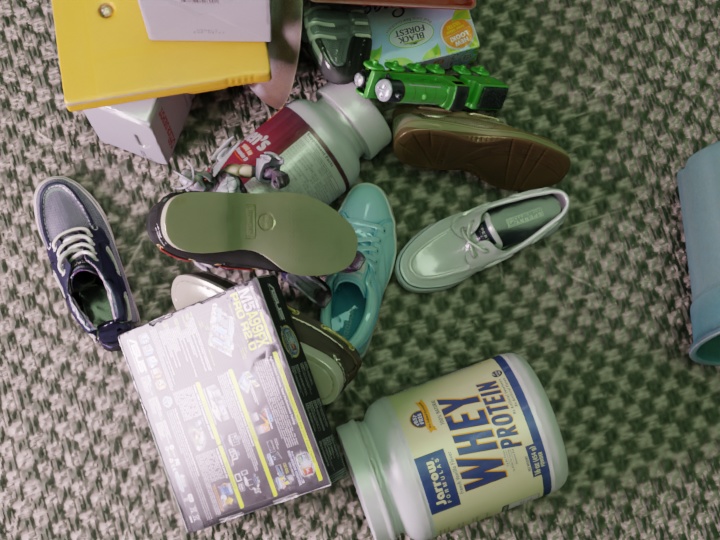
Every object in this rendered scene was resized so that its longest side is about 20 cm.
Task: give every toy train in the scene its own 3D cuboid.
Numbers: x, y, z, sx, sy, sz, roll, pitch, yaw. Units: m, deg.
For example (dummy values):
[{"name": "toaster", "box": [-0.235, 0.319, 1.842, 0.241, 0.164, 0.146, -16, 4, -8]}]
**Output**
[{"name": "toy train", "box": [0.077, -0.190, 1.264, 0.056, 0.199, 0.042, 40, 122, 37]}]

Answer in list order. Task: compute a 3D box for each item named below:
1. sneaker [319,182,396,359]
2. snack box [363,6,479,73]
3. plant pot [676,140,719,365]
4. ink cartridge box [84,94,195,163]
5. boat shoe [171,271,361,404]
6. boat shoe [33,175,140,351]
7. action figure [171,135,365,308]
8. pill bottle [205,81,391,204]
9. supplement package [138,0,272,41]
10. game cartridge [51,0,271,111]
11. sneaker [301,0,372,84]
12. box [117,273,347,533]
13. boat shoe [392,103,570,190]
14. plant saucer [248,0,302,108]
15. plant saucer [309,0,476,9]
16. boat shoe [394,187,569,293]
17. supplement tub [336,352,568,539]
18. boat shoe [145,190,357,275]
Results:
[{"name": "sneaker", "box": [0.000, 0.000, 1.261, 0.073, 0.082, 0.202, 6, 79, -1]}, {"name": "snack box", "box": [0.036, -0.313, 1.338, 0.141, 0.053, 0.201, -15, 78, -3]}, {"name": "plant pot", "box": [0.413, -0.026, 1.228, 0.199, 0.200, 0.198, -7, 72, -2]}, {"name": "ink cartridge box", "box": [-0.211, -0.232, 1.263, 0.083, 0.145, 0.201, 19, 79, 2]}, {"name": "boat shoe", "box": [-0.092, 0.056, 1.175, 0.199, 0.072, 0.059, 29, 36, 16]}, {"name": "boat shoe", "box": [-0.287, -0.017, 1.253, 0.074, 0.093, 0.201, -28, 81, -6]}, {"name": "action figure", "box": [-0.097, -0.045, 1.176, 0.199, 0.069, 0.130, 33, 97, -21]}, {"name": "pill bottle", "box": [-0.071, -0.108, 1.267, 0.200, 0.110, 0.110, -41, 82, -8]}, {"name": "supplement package", "box": [-0.140, -0.327, 1.113, 0.120, 0.120, 0.202, 0, 78, -3]}, {"name": "game cartridge", "box": [-0.196, -0.253, 1.172, 0.198, 0.032, 0.178, -9, 79, -6]}, {"name": "sneaker", "box": [-0.052, -0.259, 1.296, 0.075, 0.116, 0.201, 2, 60, -30]}, {"name": "box", "box": [-0.120, 0.125, 1.128, 0.159, 0.044, 0.201, -22, 86, 19]}, {"name": "boat shoe", "box": [0.130, -0.139, 1.295, 0.199, 0.071, 0.065, 11, 43, -16]}, {"name": "plant saucer", "box": [-0.098, -0.268, 1.252, 0.032, 0.200, 0.202, -2, 78, -18]}, {"name": "plant saucer", "box": [0.010, -0.358, 1.271, 0.199, 0.037, 0.201, -4, 73, -26]}, {"name": "boat shoe", "box": [0.128, -0.039, 1.278, 0.199, 0.065, 0.074, -29, 85, -7]}, {"name": "supplement tub", "box": [0.089, 0.178, 1.196, 0.199, 0.145, 0.146, -20, 80, -5]}, {"name": "boat shoe", "box": [-0.097, -0.037, 1.115, 0.200, 0.063, 0.074, 7, 87, -29]}]
